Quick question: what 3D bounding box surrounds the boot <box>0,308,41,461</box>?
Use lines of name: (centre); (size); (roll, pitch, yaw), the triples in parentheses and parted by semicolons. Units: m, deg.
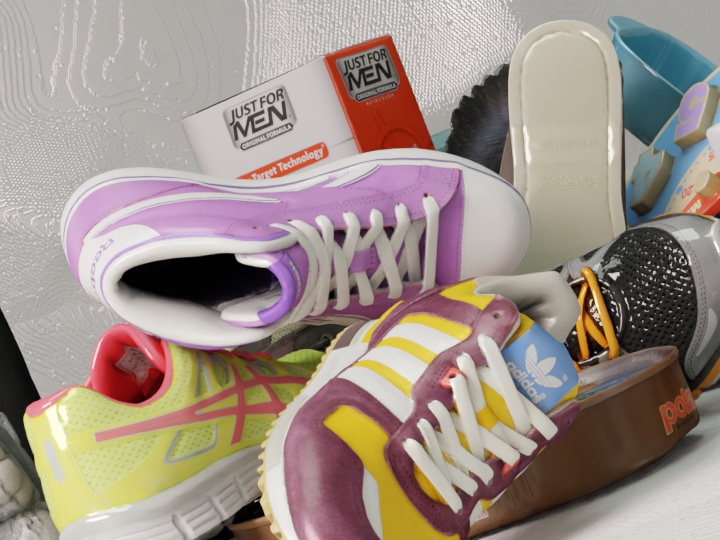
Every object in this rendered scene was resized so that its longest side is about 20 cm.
boot: (-0.163, 0.085, 1.322); (0.073, 0.163, 0.198); (-25, 4, -41)

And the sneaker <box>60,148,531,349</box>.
sneaker: (-0.015, 0.000, 1.089); (0.199, 0.073, 0.114); (-5, 16, -15)

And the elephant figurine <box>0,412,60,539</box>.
elephant figurine: (-0.218, 0.143, 1.121); (0.200, 0.142, 0.155); (-37, -26, -4)

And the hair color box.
hair color box: (0.000, 0.000, 1.292); (0.101, 0.201, 0.061); (-20, 3, 39)

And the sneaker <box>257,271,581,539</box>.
sneaker: (0.028, 0.052, 0.935); (0.090, 0.075, 0.200); (-27, 18, 20)

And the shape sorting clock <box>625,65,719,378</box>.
shape sorting clock: (0.170, -0.033, 1.234); (0.200, 0.039, 0.201); (-42, 31, 33)

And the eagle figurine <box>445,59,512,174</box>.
eagle figurine: (0.103, -0.009, 1.397); (0.150, 0.152, 0.200); (16, 26, 6)

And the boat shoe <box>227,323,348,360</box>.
boat shoe: (-0.015, 0.033, 1.228); (0.201, 0.066, 0.072); (-43, -17, 34)

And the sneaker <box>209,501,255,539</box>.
sneaker: (-0.111, 0.117, 1.201); (0.199, 0.074, 0.089); (-20, 3, 4)

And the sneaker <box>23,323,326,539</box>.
sneaker: (-0.067, 0.056, 1.094); (0.078, 0.091, 0.200); (-30, 0, 27)

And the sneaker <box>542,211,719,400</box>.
sneaker: (0.079, 0.035, 1.141); (0.077, 0.079, 0.200); (4, -28, -45)

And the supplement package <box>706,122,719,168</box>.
supplement package: (0.244, -0.044, 1.074); (0.109, 0.114, 0.200); (-22, 2, 37)

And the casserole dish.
casserole dish: (0.198, -0.058, 1.376); (0.039, 0.200, 0.121); (-54, -15, 17)

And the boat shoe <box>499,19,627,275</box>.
boat shoe: (0.092, -0.014, 1.260); (0.071, 0.201, 0.060); (2, -19, 8)

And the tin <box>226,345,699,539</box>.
tin: (0.040, 0.081, 1.069); (0.199, 0.042, 0.112); (-22, -2, 25)

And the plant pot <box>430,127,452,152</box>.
plant pot: (0.027, -0.001, 1.531); (0.141, 0.142, 0.200); (-23, -5, -35)
